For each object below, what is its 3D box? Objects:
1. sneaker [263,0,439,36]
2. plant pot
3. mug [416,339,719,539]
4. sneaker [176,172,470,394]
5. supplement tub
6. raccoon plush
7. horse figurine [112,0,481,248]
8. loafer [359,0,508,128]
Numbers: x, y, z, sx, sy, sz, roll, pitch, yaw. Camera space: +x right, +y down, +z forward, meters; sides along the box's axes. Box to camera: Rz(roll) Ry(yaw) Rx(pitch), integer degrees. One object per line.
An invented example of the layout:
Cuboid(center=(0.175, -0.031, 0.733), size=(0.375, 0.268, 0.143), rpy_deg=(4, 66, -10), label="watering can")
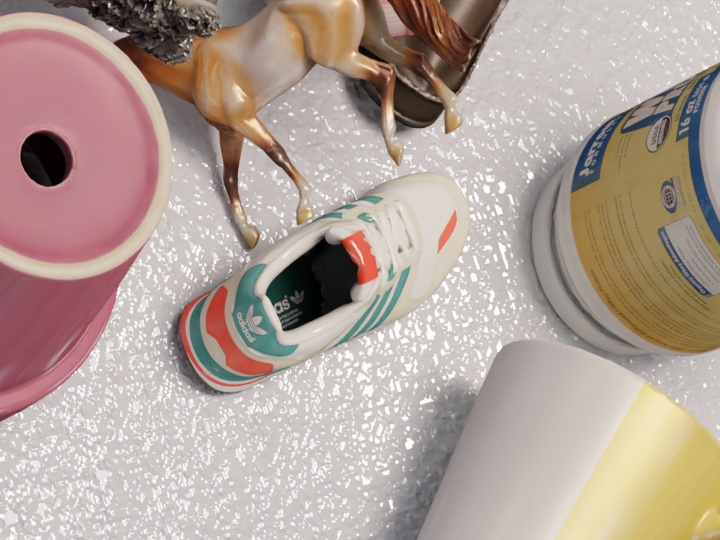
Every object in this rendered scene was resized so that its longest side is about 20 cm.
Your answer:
Cuboid(center=(-0.016, -0.208, 1.607), size=(0.104, 0.076, 0.201), rpy_deg=(-8, 52, 1), label="sneaker")
Cuboid(center=(-0.184, -0.035, 1.392), size=(0.199, 0.179, 0.201), rpy_deg=(10, 70, -29), label="plant pot")
Cuboid(center=(0.111, 0.142, 1.527), size=(0.150, 0.186, 0.154), rpy_deg=(48, 64, -32), label="mug")
Cuboid(center=(-0.001, 0.000, 1.544), size=(0.199, 0.093, 0.071), rpy_deg=(-29, 91, -34), label="sneaker")
Cuboid(center=(0.199, -0.035, 1.611), size=(0.144, 0.200, 0.146), rpy_deg=(10, 70, -29), label="supplement tub")
Cuboid(center=(-0.166, -0.139, 1.470), size=(0.199, 0.097, 0.134), rpy_deg=(-30, 94, -5), label="raccoon plush")
Cuboid(center=(-0.032, -0.101, 1.529), size=(0.133, 0.199, 0.050), rpy_deg=(59, 18, -5), label="horse figurine")
Cuboid(center=(0.055, -0.174, 1.642), size=(0.073, 0.071, 0.201), rpy_deg=(29, 62, -21), label="loafer")
